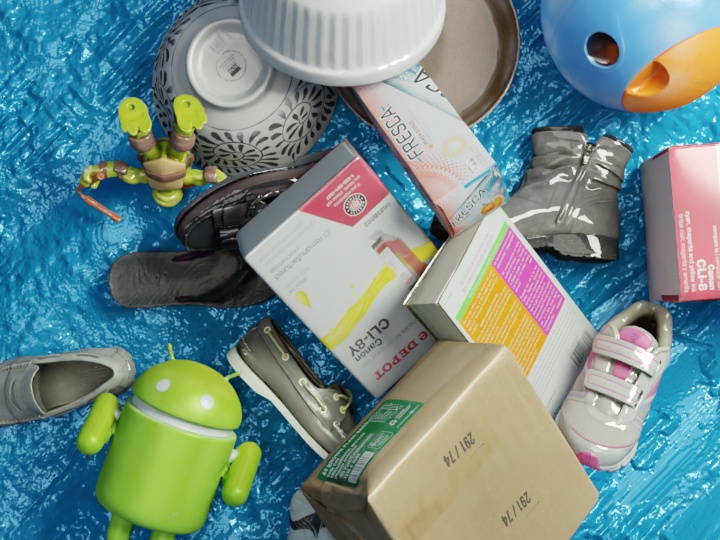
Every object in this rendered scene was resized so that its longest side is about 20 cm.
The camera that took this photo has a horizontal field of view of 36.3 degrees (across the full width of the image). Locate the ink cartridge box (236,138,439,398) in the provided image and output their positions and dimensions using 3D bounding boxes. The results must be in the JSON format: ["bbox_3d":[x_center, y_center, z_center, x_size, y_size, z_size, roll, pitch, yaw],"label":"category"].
[{"bbox_3d":[0.000,0.000,1.061,0.145,0.083,0.200,-41,111,2],"label":"ink cartridge box"}]

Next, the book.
[{"bbox_3d":[0.144,0.048,1.040,0.200,0.048,0.134,49,60,-26],"label":"book"}]

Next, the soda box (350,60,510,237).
[{"bbox_3d":[0.060,-0.129,1.032,0.068,0.064,0.201,-33,55,2],"label":"soda box"}]

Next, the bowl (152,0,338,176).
[{"bbox_3d":[-0.123,-0.200,1.109,0.199,0.094,0.203,0,88,3],"label":"bowl"}]

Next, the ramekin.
[{"bbox_3d":[-0.016,-0.278,1.033,0.200,0.095,0.204,1,57,-1],"label":"ramekin"}]

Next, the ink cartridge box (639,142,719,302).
[{"bbox_3d":[0.382,-0.047,1.045,0.198,0.145,0.146,-4,88,4],"label":"ink cartridge box"}]

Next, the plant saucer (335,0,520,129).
[{"bbox_3d":[0.064,-0.232,1.129,0.198,0.032,0.202,0,88,4],"label":"plant saucer"}]

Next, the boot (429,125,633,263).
[{"bbox_3d":[0.170,-0.081,1.106,0.198,0.070,0.133,6,85,-7],"label":"boot"}]

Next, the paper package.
[{"bbox_3d":[0.081,0.189,0.941,0.200,0.103,0.191,-43,109,-30],"label":"paper package"}]

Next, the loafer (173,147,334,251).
[{"bbox_3d":[-0.085,-0.062,1.090,0.199,0.072,0.063,-23,52,-12],"label":"loafer"}]

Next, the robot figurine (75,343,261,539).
[{"bbox_3d":[-0.189,0.179,1.087,0.174,0.116,0.201,21,91,-4],"label":"robot figurine"}]

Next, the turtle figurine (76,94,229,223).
[{"bbox_3d":[-0.185,-0.108,1.094,0.198,0.162,0.065,8,59,-4],"label":"turtle figurine"}]

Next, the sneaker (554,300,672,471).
[{"bbox_3d":[0.240,0.098,1.027,0.081,0.089,0.200,19,45,15],"label":"sneaker"}]

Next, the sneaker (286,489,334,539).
[{"bbox_3d":[-0.027,0.293,1.044,0.075,0.200,0.116,12,96,-21],"label":"sneaker"}]

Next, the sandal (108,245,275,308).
[{"bbox_3d":[-0.162,0.006,1.126,0.199,0.048,0.076,-10,88,3],"label":"sandal"}]

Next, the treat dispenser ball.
[{"bbox_3d":[0.269,-0.250,1.031,0.199,0.201,0.203,0,88,4],"label":"treat dispenser ball"}]

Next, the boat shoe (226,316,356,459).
[{"bbox_3d":[-0.045,0.132,1.103,0.202,0.072,0.060,43,96,8],"label":"boat shoe"}]

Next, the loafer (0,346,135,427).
[{"bbox_3d":[-0.331,0.118,1.122,0.198,0.070,0.071,-16,87,3],"label":"loafer"}]
